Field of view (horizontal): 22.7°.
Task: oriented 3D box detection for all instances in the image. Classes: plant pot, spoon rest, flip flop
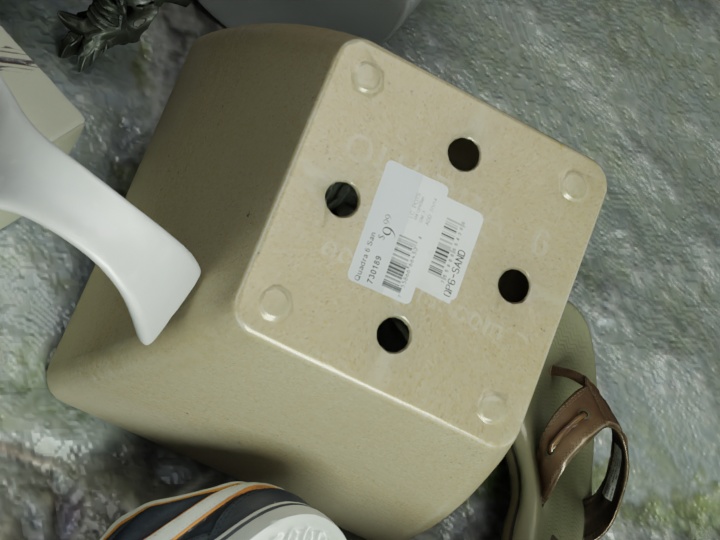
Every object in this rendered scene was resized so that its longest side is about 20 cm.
[{"bbox_3d":[0.000,0.000,0.821,0.200,0.177,0.200,26,75,-16],"label":"plant pot"},{"bbox_3d":[-0.159,-0.043,0.732,0.200,0.061,0.100,28,68,13],"label":"spoon rest"},{"bbox_3d":[0.110,0.106,0.931,0.081,0.057,0.201,38,45,-37],"label":"flip flop"}]

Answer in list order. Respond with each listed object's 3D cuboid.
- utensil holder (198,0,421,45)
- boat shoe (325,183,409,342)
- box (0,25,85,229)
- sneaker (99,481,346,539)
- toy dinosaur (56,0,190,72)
[{"bbox_3d":[-0.003,-0.238,1.031,0.170,0.170,0.200,37,51,-6],"label":"utensil holder"},{"bbox_3d":[0.001,-0.029,0.964,0.086,0.075,0.202,-33,91,-38],"label":"boat shoe"},{"bbox_3d":[-0.224,-0.030,0.809,0.068,0.082,0.200,47,46,5],"label":"box"},{"bbox_3d":[-0.102,0.159,0.772,0.200,0.079,0.079,-27,112,-19],"label":"sneaker"},{"bbox_3d":[-0.149,-0.182,0.913,0.199,0.136,0.102,10,62,24],"label":"toy dinosaur"}]
